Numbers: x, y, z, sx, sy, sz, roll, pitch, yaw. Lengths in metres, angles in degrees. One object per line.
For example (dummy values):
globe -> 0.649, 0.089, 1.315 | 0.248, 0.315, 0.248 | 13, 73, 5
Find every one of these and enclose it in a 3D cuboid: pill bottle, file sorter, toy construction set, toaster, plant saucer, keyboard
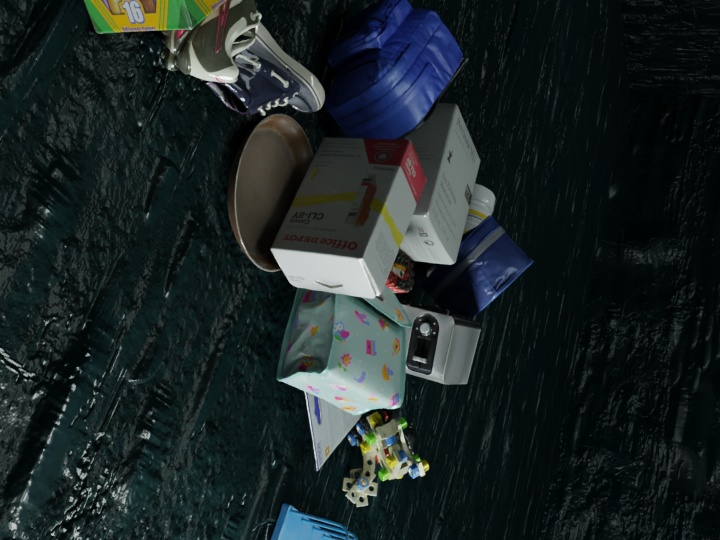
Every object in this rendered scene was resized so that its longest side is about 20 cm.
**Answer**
pill bottle -> 0.210, -0.067, 1.686 | 0.114, 0.112, 0.204 | 48, 54, -57
file sorter -> -0.054, 0.465, 1.256 | 0.201, 0.120, 0.141 | 58, 45, -52
toy construction set -> 0.032, 0.309, 1.371 | 0.091, 0.200, 0.133 | -16, 68, -37
toaster -> 0.101, 0.118, 1.435 | 0.199, 0.177, 0.122 | 15, 89, -65
plant saucer -> -0.119, -0.102, 1.084 | 0.199, 0.031, 0.205 | -28, 121, -61
keyboard -> 0.051, 0.266, 1.411 | 0.020, 0.126, 0.204 | -27, 131, -31

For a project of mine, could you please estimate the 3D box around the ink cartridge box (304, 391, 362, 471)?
ink cartridge box -> -0.045, 0.171, 1.295 | 0.200, 0.042, 0.201 | -41, 132, -50

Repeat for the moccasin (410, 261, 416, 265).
moccasin -> 0.108, -0.070, 1.524 | 0.202, 0.067, 0.081 | -60, 146, -38

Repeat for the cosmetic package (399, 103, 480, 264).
cosmetic package -> 0.082, -0.142, 1.341 | 0.165, 0.162, 0.204 | 50, 52, -56

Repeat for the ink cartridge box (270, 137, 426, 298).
ink cartridge box -> -0.013, -0.076, 1.110 | 0.203, 0.142, 0.084 | -68, 149, -29

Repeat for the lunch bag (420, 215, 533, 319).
lunch bag -> 0.201, 0.001, 1.511 | 0.135, 0.133, 0.200 | -36, 172, -35

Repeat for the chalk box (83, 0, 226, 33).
chalk box -> -0.200, -0.338, 0.751 | 0.126, 0.121, 0.203 | -57, 144, -43

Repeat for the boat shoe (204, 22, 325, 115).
boat shoe -> -0.119, -0.224, 1.022 | 0.199, 0.073, 0.095 | 34, 72, -53

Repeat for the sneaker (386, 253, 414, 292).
sneaker -> 0.000, 0.000, 1.310 | 0.198, 0.081, 0.080 | 24, 63, -46

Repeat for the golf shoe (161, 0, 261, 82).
golf shoe -> -0.143, -0.290, 0.905 | 0.077, 0.086, 0.203 | 122, -10, -68

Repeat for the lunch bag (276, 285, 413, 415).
lunch bag -> -0.015, 0.081, 1.173 | 0.169, 0.120, 0.204 | 33, 56, -40

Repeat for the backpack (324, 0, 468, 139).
backpack -> 0.031, -0.284, 1.217 | 0.168, 0.161, 0.202 | 43, 53, -22
